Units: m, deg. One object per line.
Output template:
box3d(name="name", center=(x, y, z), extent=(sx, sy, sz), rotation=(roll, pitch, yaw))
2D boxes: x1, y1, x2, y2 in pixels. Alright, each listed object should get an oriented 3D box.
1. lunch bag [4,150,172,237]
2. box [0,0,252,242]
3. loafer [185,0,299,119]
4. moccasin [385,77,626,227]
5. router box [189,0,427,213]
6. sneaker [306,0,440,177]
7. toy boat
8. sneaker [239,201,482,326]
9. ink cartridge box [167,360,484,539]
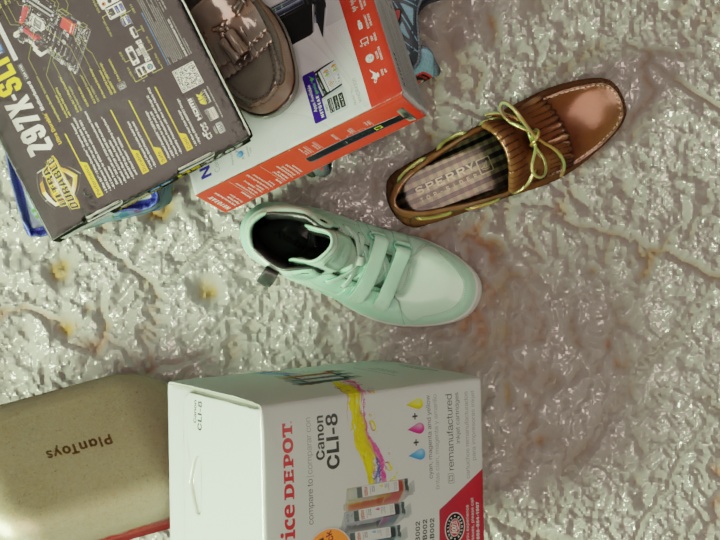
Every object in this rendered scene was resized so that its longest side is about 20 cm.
box3d(name="lunch bag", center=(-0.212, -0.134, 1.371), extent=(0.126, 0.170, 0.202), rotation=(-16, 92, -3))
box3d(name="box", center=(-0.188, -0.145, 1.263), extent=(0.159, 0.049, 0.201), rotation=(-28, 93, 1))
box3d(name="loafer", center=(-0.112, -0.198, 1.332), extent=(0.072, 0.063, 0.201), rotation=(-34, 64, 14))
box3d(name="moccasin", center=(0.113, -0.094, 1.415), extent=(0.200, 0.078, 0.074), rotation=(-19, 94, 2))
box3d(name="router box", center=(-0.061, -0.171, 1.364), extent=(0.179, 0.049, 0.201), rotation=(-25, 66, 17))
box3d(name="sneaker", center=(0.014, -0.159, 1.412), extent=(0.095, 0.079, 0.201), rotation=(22, 94, -3))
box3d(name="toy boat", center=(-0.215, 0.169, 1.422), extent=(0.199, 0.131, 0.131), rotation=(-13, 60, -22))
box3d(name="sneaker", center=(0.000, 0.000, 1.404), extent=(0.199, 0.118, 0.074), rotation=(16, 93, -2))
box3d(name="ink cartridge box", center=(-0.028, 0.152, 1.360), extent=(0.199, 0.144, 0.147), rotation=(-5, 96, -33))
